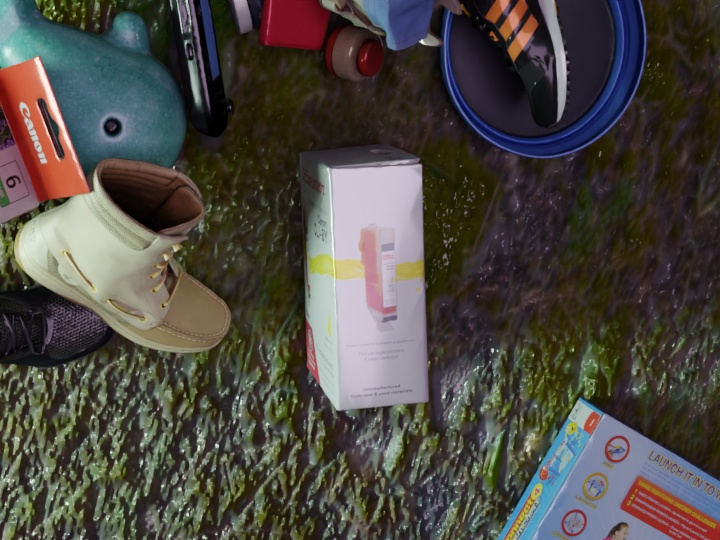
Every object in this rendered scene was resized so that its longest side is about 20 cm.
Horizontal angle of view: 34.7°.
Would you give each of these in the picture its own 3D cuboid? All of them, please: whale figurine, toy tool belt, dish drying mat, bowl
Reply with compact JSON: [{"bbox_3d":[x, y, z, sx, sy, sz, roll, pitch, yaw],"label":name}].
[{"bbox_3d":[-0.228,-0.144,0.921,0.159,0.104,0.200,-46,110,-2],"label":"whale figurine"},{"bbox_3d":[0.028,-0.234,0.923,0.125,0.122,0.202,-38,140,-42],"label":"toy tool belt"},{"bbox_3d":[-0.039,-0.282,0.933,0.076,0.018,0.203,-5,112,-45],"label":"dish drying mat"},{"bbox_3d":[0.163,-0.205,1.047,0.197,0.039,0.204,-3,101,-14],"label":"bowl"}]

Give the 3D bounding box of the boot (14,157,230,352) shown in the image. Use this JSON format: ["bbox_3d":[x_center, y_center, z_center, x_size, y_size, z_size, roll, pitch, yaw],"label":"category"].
[{"bbox_3d":[-0.161,-0.009,0.933,0.199,0.155,0.074,32,50,-26],"label":"boot"}]

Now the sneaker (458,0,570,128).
[{"bbox_3d":[0.123,-0.218,0.986,0.089,0.070,0.203,-10,103,3],"label":"sneaker"}]

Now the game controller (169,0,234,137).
[{"bbox_3d":[-0.134,-0.211,0.934,0.041,0.104,0.203,-10,104,-8],"label":"game controller"}]

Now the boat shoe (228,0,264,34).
[{"bbox_3d":[-0.093,-0.298,0.943,0.061,0.075,0.203,-14,105,-10],"label":"boat shoe"}]

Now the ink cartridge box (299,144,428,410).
[{"bbox_3d":[0.000,0.000,0.989,0.082,0.145,0.203,-4,101,-12],"label":"ink cartridge box"}]

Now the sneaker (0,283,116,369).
[{"bbox_3d":[-0.296,0.054,0.940,0.196,0.114,0.078,3,102,-17],"label":"sneaker"}]

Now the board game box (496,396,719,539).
[{"bbox_3d":[0.255,0.261,1.153,0.198,0.056,0.198,30,92,-18],"label":"board game box"}]

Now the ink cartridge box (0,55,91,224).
[{"bbox_3d":[-0.299,-0.088,0.874,0.050,0.198,0.110,-34,111,-47],"label":"ink cartridge box"}]
